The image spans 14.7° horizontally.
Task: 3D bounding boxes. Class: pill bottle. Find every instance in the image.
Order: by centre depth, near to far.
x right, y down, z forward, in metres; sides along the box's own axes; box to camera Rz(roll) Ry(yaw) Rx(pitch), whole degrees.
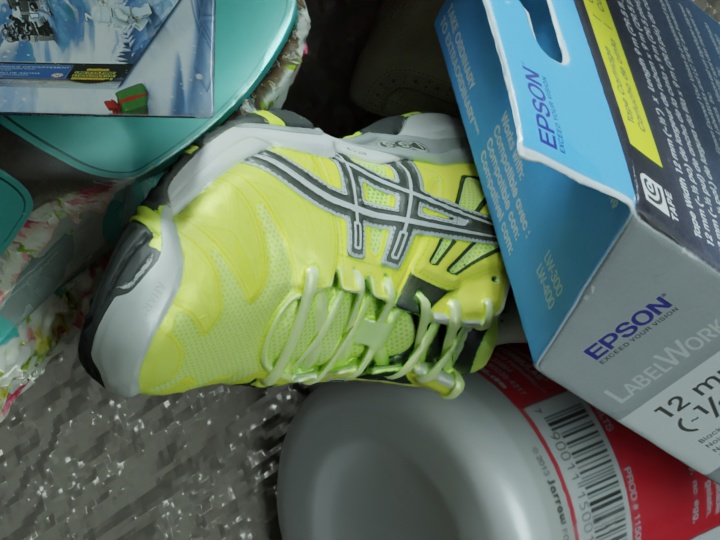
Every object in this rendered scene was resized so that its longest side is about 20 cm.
[{"bbox_3d":[0.078,0.061,0.921,0.200,0.112,0.112,-18,108,-42],"label":"pill bottle"}]

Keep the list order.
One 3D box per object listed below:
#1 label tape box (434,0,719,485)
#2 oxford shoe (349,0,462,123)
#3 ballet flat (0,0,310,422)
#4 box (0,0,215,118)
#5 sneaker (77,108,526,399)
[{"bbox_3d":[0.077,-0.026,0.817,0.200,0.066,0.143,30,33,-38],"label":"label tape box"},{"bbox_3d":[0.069,-0.044,0.944,0.200,0.070,0.075,33,94,-39],"label":"oxford shoe"},{"bbox_3d":[-0.089,-0.013,0.793,0.200,0.076,0.064,-44,154,-26],"label":"ballet flat"},{"bbox_3d":[-0.103,-0.140,0.716,0.137,0.040,0.200,2,97,-4],"label":"box"},{"bbox_3d":[0.000,0.000,0.798,0.200,0.076,0.075,-19,139,-52],"label":"sneaker"}]
